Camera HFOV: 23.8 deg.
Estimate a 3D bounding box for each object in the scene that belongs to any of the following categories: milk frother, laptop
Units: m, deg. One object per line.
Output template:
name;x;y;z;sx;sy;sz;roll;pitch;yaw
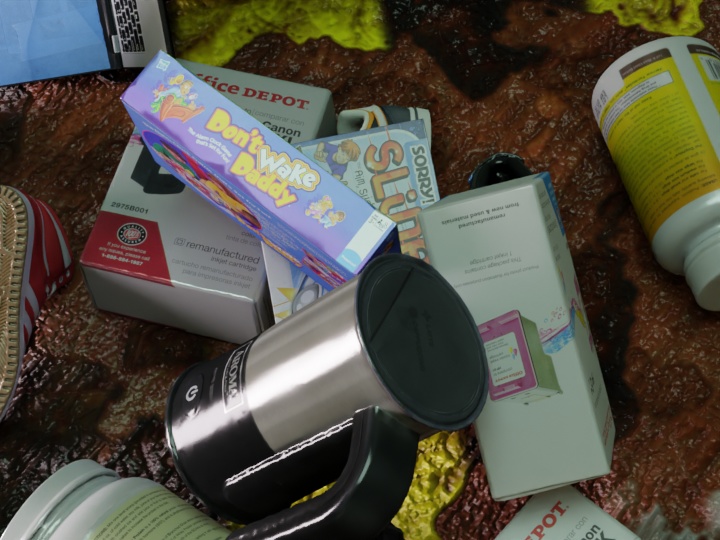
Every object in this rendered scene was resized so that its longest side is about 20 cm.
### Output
milk frother;0.009;0.116;1.110;0.188;0.200;0.181;-29;57;38
laptop;-0.247;-0.245;1.369;0.116;0.200;0.188;-15;102;-23

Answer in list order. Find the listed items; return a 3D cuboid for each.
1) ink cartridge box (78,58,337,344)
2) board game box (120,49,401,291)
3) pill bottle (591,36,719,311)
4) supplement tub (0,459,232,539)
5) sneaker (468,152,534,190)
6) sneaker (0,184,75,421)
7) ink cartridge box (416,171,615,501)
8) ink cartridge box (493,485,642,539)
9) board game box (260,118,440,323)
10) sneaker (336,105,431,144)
ink cartridge box;-0.115;-0.056;1.338;0.145;0.083;0.200;12;62;10
board game box;-0.063;-0.055;1.169;0.200;0.134;0.045;37;81;11
pill bottle;0.258;-0.073;1.309;0.109;0.109;0.200;-15;61;-5
supplement tub;-0.136;0.229;1.143;0.200;0.145;0.145;30;67;19
sneaker;0.113;0.005;1.273;0.073;0.112;0.200;-11;61;-2
sneaker;-0.274;0.036;1.315;0.071;0.112;0.201;12;92;8
ink cartridge box;0.111;0.041;1.171;0.084;0.145;0.201;-13;94;12
ink cartridge box;0.159;0.256;1.144;0.200;0.084;0.144;36;69;22
board game box;0.000;0.000;1.239;0.135;0.034;0.201;-12;76;0
sneaker;0.015;-0.044;1.324;0.079;0.079;0.200;5;51;-10
